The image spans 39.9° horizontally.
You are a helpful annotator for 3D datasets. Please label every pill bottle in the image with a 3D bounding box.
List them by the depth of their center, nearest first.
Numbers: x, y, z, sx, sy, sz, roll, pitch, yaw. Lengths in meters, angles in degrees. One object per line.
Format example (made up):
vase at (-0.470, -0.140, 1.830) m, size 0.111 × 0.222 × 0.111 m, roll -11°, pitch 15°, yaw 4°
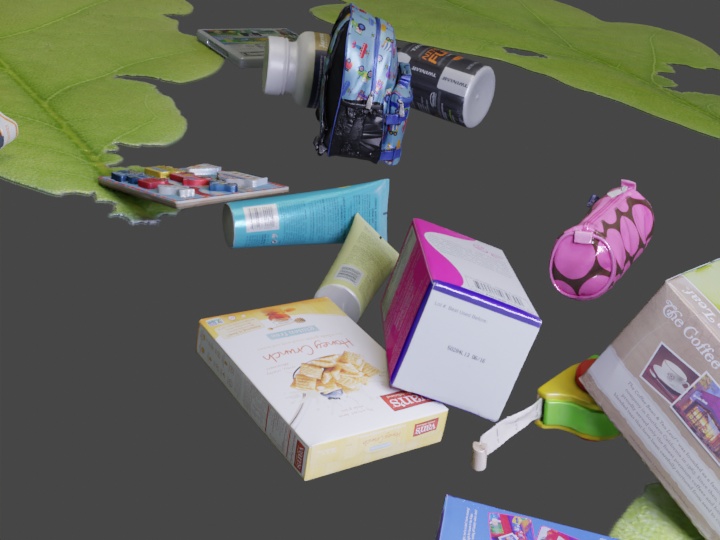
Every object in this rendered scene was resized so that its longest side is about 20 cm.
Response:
pill bottle at (-0.054, -0.319, 1.591) m, size 0.197 × 0.121 × 0.120 m, roll 4°, pitch 27°, yaw -12°
pill bottle at (0.117, -0.318, 1.665) m, size 0.198 × 0.107 × 0.106 m, roll 24°, pitch 30°, yaw 27°

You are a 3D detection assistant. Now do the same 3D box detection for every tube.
tube at (0.000, 0.000, 1.062) m, size 0.051 × 0.059 × 0.200 m, roll -1°, pitch 24°, yaw 15°
tube at (-0.057, -0.060, 1.139) m, size 0.197 × 0.078 × 0.050 m, roll -6°, pitch 22°, yaw -22°

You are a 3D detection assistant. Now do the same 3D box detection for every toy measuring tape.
toy measuring tape at (0.182, 0.129, 0.857) m, size 0.199 × 0.074 × 0.073 m, roll -26°, pitch 42°, yaw -36°

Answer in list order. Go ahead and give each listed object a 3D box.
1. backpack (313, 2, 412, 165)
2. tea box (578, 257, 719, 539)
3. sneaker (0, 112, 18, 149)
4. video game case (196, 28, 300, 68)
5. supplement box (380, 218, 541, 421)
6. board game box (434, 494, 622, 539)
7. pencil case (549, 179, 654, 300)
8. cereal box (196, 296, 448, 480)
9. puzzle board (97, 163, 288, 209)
backpack at (0.009, -0.275, 1.434) m, size 0.133 × 0.202 × 0.183 m, roll 8°, pitch 25°, yaw -4°
tea box at (0.326, 0.102, 0.808) m, size 0.195 × 0.134 × 0.201 m, roll -13°, pitch 57°, yaw -41°
sneaker at (-0.511, -0.203, 1.250) m, size 0.199 × 0.079 × 0.079 m, roll 38°, pitch 41°, yaw 24°
video game case at (-0.178, -0.416, 1.849) m, size 0.198 × 0.022 × 0.182 m, roll -10°, pitch 33°, yaw -33°
supplement box at (0.084, 0.037, 0.909) m, size 0.100 × 0.104 × 0.200 m, roll 19°, pitch 18°, yaw -7°
board game box at (0.103, 0.237, 0.631) m, size 0.133 × 0.045 × 0.200 m, roll 13°, pitch 27°, yaw 6°
pencil case at (0.290, -0.039, 1.189) m, size 0.090 × 0.095 × 0.200 m, roll 20°, pitch 29°, yaw 20°
cereal box at (-0.038, 0.095, 0.868) m, size 0.143 × 0.040 × 0.200 m, roll -9°, pitch 32°, yaw -35°
puzzle board at (-0.202, -0.106, 1.179) m, size 0.149 × 0.018 × 0.199 m, roll -13°, pitch 20°, yaw -37°
